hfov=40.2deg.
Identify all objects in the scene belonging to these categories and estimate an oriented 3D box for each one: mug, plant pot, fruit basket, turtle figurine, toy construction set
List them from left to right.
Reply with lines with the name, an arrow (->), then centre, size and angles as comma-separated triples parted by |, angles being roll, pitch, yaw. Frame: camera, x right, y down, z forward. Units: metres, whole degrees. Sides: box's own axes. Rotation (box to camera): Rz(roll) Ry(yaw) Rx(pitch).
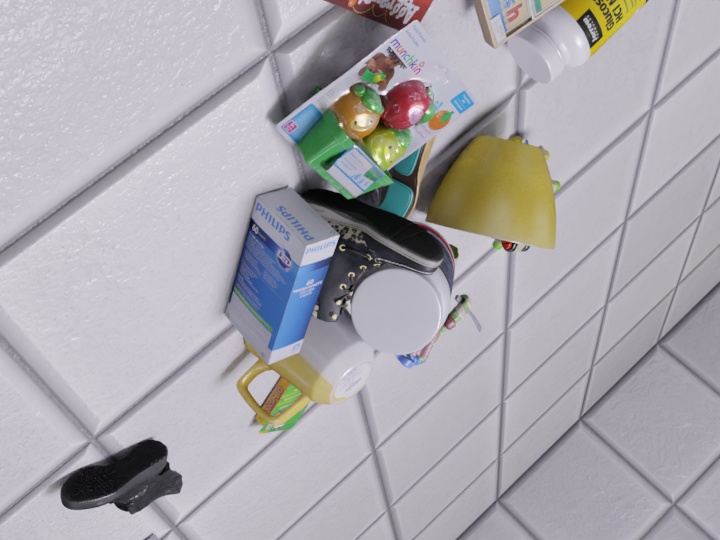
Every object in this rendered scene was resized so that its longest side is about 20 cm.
mug -> -0.068, 0.122, 1.396 | 0.149, 0.153, 0.188 | -9, 135, -53
fruit basket -> 0.027, -0.176, 1.148 | 0.199, 0.094, 0.185 | -30, 147, 15
turtle figurine -> 0.101, 0.039, 1.586 | 0.200, 0.143, 0.196 | -33, 136, -47
plant pot -> 0.209, -0.122, 1.475 | 0.199, 0.198, 0.144 | 5, 99, -58
toy construction set -> 0.253, -0.108, 1.615 | 0.091, 0.132, 0.201 | -13, 144, -29

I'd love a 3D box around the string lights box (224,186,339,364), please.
string lights box -> -0.103, 0.009, 1.243 | 0.059, 0.103, 0.201 | -18, 142, -40

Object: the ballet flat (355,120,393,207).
ballet flat -> 0.021, -0.164, 1.273 | 0.066, 0.057, 0.201 | 11, 128, -10

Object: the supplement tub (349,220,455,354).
supplement tub -> 0.060, 0.022, 1.388 | 0.141, 0.140, 0.200 | -58, -177, 21

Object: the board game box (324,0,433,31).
board game box -> 0.028, -0.325, 1.080 | 0.199, 0.019, 0.103 | 0, 129, -57

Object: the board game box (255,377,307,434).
board game box -> -0.093, 0.177, 1.577 | 0.095, 0.030, 0.201 | 4, 121, -58

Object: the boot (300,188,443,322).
boot -> 0.000, -0.001, 1.253 | 0.073, 0.202, 0.155 | -32, 142, -56

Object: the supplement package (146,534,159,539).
supplement package -> -0.340, 0.541, 1.604 | 0.113, 0.109, 0.201 | -32, 150, -28

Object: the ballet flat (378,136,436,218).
ballet flat -> 0.065, -0.134, 1.350 | 0.063, 0.068, 0.201 | -38, 157, -49

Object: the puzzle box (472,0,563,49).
puzzle box -> 0.185, -0.377, 1.171 | 0.133, 0.025, 0.201 | -36, 140, -6

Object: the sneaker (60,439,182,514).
sneaker -> -0.325, 0.302, 1.356 | 0.199, 0.060, 0.105 | -24, 141, -45

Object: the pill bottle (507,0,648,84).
pill bottle -> 0.299, -0.354, 1.347 | 0.200, 0.112, 0.113 | -44, 154, -7
